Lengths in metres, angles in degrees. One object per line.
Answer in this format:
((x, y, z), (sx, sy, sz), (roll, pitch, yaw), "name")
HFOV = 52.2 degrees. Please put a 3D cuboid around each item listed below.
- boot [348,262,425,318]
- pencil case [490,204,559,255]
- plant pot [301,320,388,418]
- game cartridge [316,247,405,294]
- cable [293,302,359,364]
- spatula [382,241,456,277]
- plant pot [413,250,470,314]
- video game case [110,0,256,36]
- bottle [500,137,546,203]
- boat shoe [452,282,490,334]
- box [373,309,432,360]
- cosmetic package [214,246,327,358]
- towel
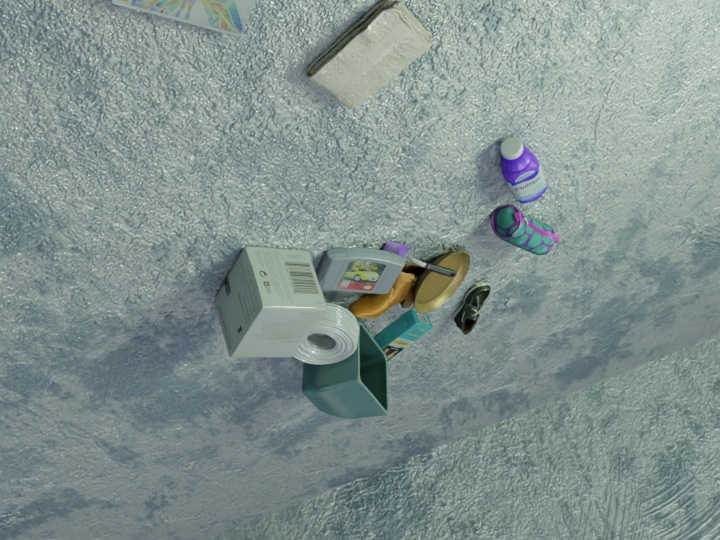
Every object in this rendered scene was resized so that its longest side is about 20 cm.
((0.071, 0.046, 1.875), (0.199, 0.071, 0.145), (-10, 141, -25), "boot")
((0.411, -0.099, 1.835), (0.092, 0.086, 0.199), (-9, 163, 40), "pencil case")
((-0.050, 0.292, 2.026), (0.198, 0.198, 0.196), (-18, 136, 19), "plant pot")
((0.000, 0.000, 1.749), (0.197, 0.041, 0.134), (5, 137, -21), "game cartridge")
((-0.102, 0.163, 1.884), (0.197, 0.070, 0.201), (0, 140, 5), "cable")
((0.144, -0.019, 1.786), (0.198, 0.021, 0.057), (20, 121, -11), "spatula")
((0.205, 0.026, 1.901), (0.199, 0.027, 0.201), (-34, 149, -24), "plant pot")
((-0.223, -0.422, 1.010), (0.198, 0.022, 0.183), (3, 141, -35), "video game case")
((0.357, -0.223, 1.630), (0.083, 0.066, 0.200), (-27, 148, 12), "bottle")
((0.331, 0.109, 2.122), (0.071, 0.068, 0.201), (-4, 143, -24), "boat shoe")
((0.108, 0.193, 2.127), (0.200, 0.050, 0.082), (-40, 144, 27), "box")
((-0.204, 0.075, 1.641), (0.163, 0.166, 0.201), (3, 140, -35), "cosmetic package")
((0.018, -0.361, 1.241), (0.199, 0.035, 0.132), (-36, 145, 22), "towel")
